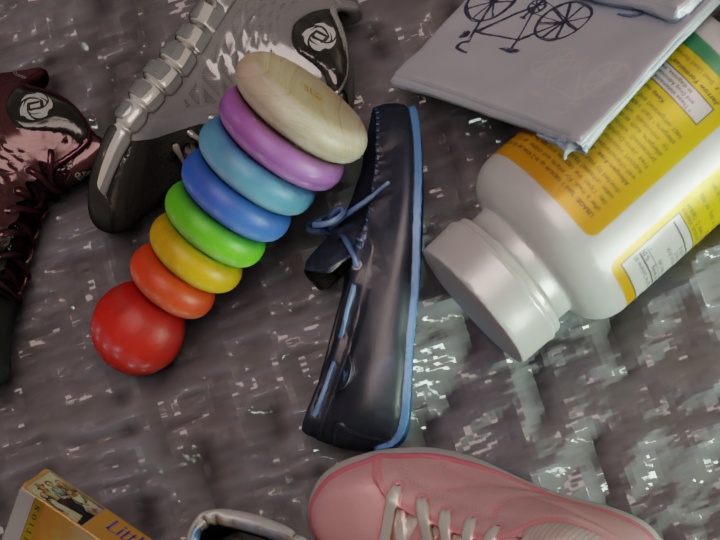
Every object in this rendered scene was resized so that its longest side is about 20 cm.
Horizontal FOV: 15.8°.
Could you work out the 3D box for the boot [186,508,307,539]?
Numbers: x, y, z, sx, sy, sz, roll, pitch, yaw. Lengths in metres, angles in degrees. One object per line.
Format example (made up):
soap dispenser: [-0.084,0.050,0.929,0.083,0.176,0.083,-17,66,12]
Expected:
boot: [-0.010,0.197,1.386,0.200,0.096,0.074,29,79,16]

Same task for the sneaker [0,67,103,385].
sneaker: [-0.195,-0.034,1.498,0.115,0.076,0.201,-13,71,1]

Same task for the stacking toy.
stacking toy: [-0.084,-0.022,1.452,0.085,0.085,0.200,42,107,18]

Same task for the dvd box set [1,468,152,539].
dvd box set: [-0.117,0.217,1.387,0.200,0.029,0.147,32,120,16]

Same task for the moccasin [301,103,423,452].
moccasin: [0.000,0.000,1.453,0.068,0.081,0.201,4,72,1]

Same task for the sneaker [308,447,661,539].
sneaker: [0.061,0.150,1.380,0.199,0.105,0.076,12,104,10]

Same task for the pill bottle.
pill bottle: [0.136,-0.045,1.431,0.200,0.113,0.113,-42,72,-6]

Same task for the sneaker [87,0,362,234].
sneaker: [-0.066,-0.090,1.497,0.115,0.075,0.200,29,78,13]

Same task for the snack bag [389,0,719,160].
snack bag: [0.124,-0.156,1.453,0.200,0.021,0.188,-47,36,-14]
